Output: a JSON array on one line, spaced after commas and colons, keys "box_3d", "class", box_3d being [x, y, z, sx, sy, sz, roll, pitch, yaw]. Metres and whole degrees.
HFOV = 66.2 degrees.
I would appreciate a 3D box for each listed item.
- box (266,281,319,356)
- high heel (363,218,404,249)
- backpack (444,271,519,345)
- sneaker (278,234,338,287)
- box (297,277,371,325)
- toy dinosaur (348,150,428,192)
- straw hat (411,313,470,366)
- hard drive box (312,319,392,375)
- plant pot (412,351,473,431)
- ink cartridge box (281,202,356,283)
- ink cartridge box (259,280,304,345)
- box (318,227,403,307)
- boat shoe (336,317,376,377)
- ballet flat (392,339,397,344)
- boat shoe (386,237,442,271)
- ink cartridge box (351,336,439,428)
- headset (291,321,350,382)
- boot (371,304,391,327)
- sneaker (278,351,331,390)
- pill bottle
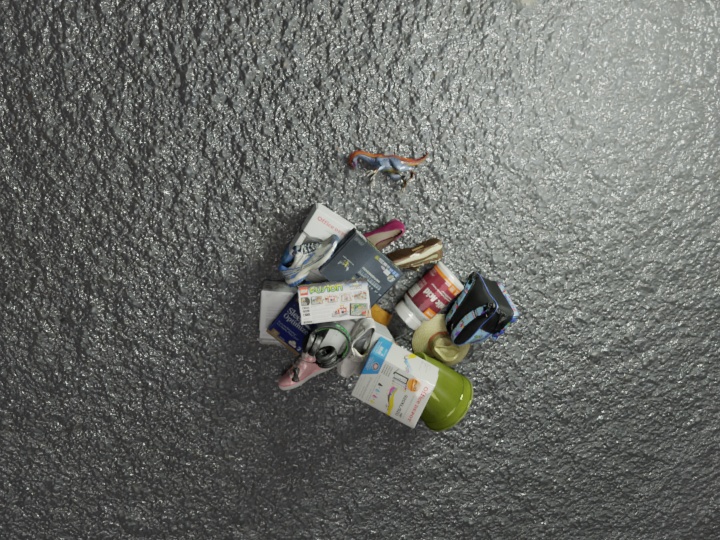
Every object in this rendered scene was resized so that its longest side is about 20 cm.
[{"box_3d": [-0.169, 0.139, 1.599, 0.121, 0.032, 0.200, 38, 107, -6], "class": "box"}, {"box_3d": [0.044, -0.077, 1.619, 0.199, 0.096, 0.068, -32, 110, 5], "class": "high heel"}, {"box_3d": [0.357, 0.138, 1.687, 0.133, 0.184, 0.201, 20, 120, -30], "class": "backpack"}, {"box_3d": [-0.147, -0.041, 1.534, 0.199, 0.077, 0.085, -40, 105, 9], "class": "sneaker"}, {"box_3d": [-0.073, 0.086, 1.544, 0.197, 0.035, 0.112, -6, 93, 0], "class": "box"}, {"box_3d": [0.064, -0.301, 1.575, 0.181, 0.105, 0.201, 37, 65, -4], "class": "toy dinosaur"}, {"box_3d": [0.269, 0.244, 1.759, 0.198, 0.085, 0.204, -2, 110, -5], "class": "straw hat"}, {"box_3d": [-0.029, 0.214, 1.652, 0.198, 0.077, 0.157, 26, 104, -24], "class": "hard drive box"}, {"box_3d": [0.215, 0.361, 1.723, 0.200, 0.201, 0.193, -43, 114, 9], "class": "plant pot"}, {"box_3d": [-0.120, -0.071, 1.610, 0.144, 0.084, 0.201, 30, 104, -15], "class": "ink cartridge box"}, {"box_3d": [-0.204, 0.132, 1.673, 0.197, 0.084, 0.178, 5, 111, -7], "class": "ink cartridge box"}, {"box_3d": [0.000, 0.000, 1.584, 0.158, 0.051, 0.200, -44, 112, 11], "class": "box"}, {"box_3d": [-0.011, 0.229, 1.582, 0.070, 0.069, 0.202, 15, 108, -23], "class": "boat shoe"}, {"box_3d": [0.110, 0.313, 1.779, 0.075, 0.064, 0.202, -21, 111, 3], "class": "ballet flat"}, {"box_3d": [0.156, -0.027, 1.662, 0.200, 0.075, 0.076, -18, 116, 0], "class": "boat shoe"}, {"box_3d": [0.102, 0.315, 1.566, 0.198, 0.145, 0.149, 27, 105, 7], "class": "ink cartridge box"}, {"box_3d": [-0.116, 0.232, 1.541, 0.199, 0.094, 0.124, -39, 109, 18], "class": "headset"}, {"box_3d": [0.035, 0.112, 1.706, 0.142, 0.071, 0.203, 19, 110, -18], "class": "boot"}, {"box_3d": [-0.181, 0.289, 1.734, 0.198, 0.075, 0.106, -26, 115, -5], "class": "sneaker"}, {"box_3d": [0.206, 0.079, 1.680, 0.200, 0.114, 0.114, -44, 108, 10], "class": "pill bottle"}]
